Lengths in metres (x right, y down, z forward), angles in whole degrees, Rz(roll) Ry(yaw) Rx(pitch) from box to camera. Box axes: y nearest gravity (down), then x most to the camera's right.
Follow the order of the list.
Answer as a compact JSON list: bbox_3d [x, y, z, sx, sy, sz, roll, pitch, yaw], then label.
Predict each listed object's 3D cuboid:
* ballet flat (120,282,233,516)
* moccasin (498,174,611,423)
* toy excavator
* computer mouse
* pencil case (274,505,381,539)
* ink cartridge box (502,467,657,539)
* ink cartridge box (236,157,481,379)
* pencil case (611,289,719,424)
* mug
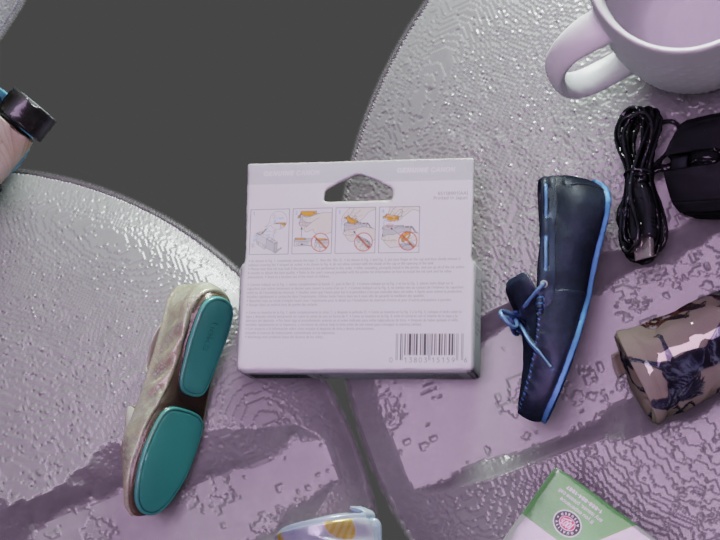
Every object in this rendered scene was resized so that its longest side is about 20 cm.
[{"bbox_3d":[-0.159,0.106,1.505,0.062,0.067,0.201,11,77,43],"label":"ballet flat"},{"bbox_3d":[0.145,0.021,1.439,0.068,0.081,0.202,15,70,1],"label":"moccasin"},{"bbox_3d":[-0.381,-0.161,1.584,0.194,0.200,0.100,39,88,-27],"label":"toy excavator"},{"bbox_3d":[0.298,-0.078,1.423,0.198,0.053,0.140,-2,68,11],"label":"computer mouse"},{"bbox_3d":[-0.011,0.288,1.412,0.090,0.083,0.202,-21,72,32],"label":"pencil case"},{"bbox_3d":[0.151,0.275,1.378,0.145,0.088,0.201,35,87,17],"label":"ink cartridge box"},{"bbox_3d":[0.000,0.000,1.489,0.198,0.044,0.175,-1,78,13],"label":"ink cartridge box"},{"bbox_3d":[0.289,0.042,1.398,0.199,0.090,0.078,-29,103,7],"label":"pencil case"},{"bbox_3d":[0.232,-0.198,1.406,0.199,0.175,0.148,-31,74,6],"label":"mug"}]
